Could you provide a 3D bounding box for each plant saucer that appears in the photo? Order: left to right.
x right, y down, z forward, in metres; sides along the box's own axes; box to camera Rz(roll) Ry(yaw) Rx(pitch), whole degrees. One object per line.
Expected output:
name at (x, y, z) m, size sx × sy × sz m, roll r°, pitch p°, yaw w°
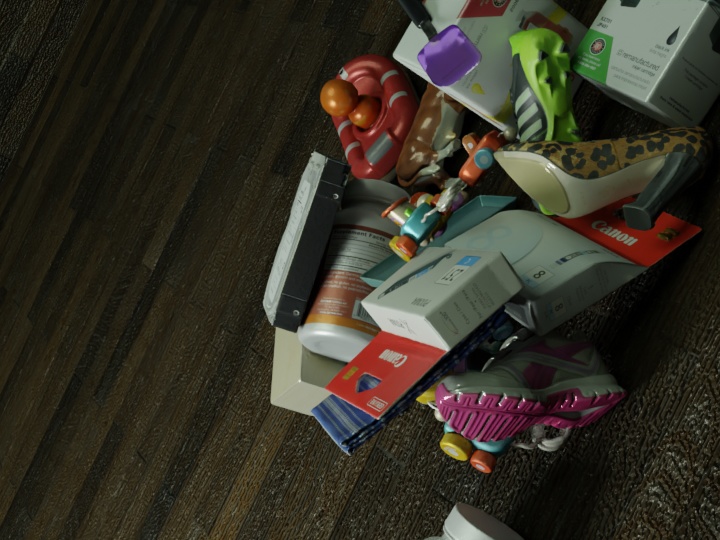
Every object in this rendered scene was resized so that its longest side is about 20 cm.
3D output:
plant saucer at (0.092, -0.032, 1.275) m, size 0.199 × 0.019 × 0.070 m, roll -33°, pitch 23°, yaw -28°

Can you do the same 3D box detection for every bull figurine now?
bull figurine at (0.109, -0.195, 1.417) m, size 0.121 × 0.065 × 0.202 m, roll 15°, pitch 85°, yaw 51°

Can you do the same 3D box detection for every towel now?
towel at (0.043, 0.085, 1.057) m, size 0.200 × 0.024 × 0.145 m, roll -40°, pitch 14°, yaw -7°

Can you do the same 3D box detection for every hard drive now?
hard drive at (-0.066, -0.038, 1.317) m, size 0.140 × 0.038 × 0.202 m, roll -132°, pitch 61°, yaw -77°

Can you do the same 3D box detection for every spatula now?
spatula at (0.070, -0.259, 1.191) m, size 0.056 × 0.021 × 0.201 m, roll -39°, pitch 40°, yaw 12°

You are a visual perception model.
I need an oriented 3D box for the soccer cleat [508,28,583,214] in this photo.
soccer cleat at (0.198, -0.162, 1.217) m, size 0.081 × 0.067 × 0.202 m, roll -146°, pitch 46°, yaw -63°

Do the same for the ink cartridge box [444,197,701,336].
ink cartridge box at (0.205, -0.030, 1.101) m, size 0.199 × 0.048 × 0.160 m, roll -31°, pitch 30°, yaw -13°

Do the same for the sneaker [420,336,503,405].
sneaker at (0.100, 0.116, 1.237) m, size 0.140 × 0.077 × 0.201 m, roll -62°, pitch 41°, yaw 41°

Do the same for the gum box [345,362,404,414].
gum box at (0.013, 0.071, 1.396) m, size 0.169 × 0.044 × 0.202 m, roll -2°, pitch 68°, yaw 53°

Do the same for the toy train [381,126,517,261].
toy train at (0.088, -0.091, 1.196) m, size 0.151 × 0.056 × 0.200 m, roll -55°, pitch -8°, yaw 31°

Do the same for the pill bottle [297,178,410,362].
pill bottle at (0.000, 0.000, 1.322) m, size 0.112 × 0.112 × 0.202 m, roll -11°, pitch 59°, yaw 50°

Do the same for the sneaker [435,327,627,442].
sneaker at (0.149, 0.100, 1.045) m, size 0.081 × 0.198 × 0.089 m, roll -53°, pitch 47°, yaw 44°

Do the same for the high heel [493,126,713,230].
high heel at (0.245, -0.116, 1.124) m, size 0.199 × 0.072 × 0.142 m, roll 25°, pitch 56°, yaw 36°

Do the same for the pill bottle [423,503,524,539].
pill bottle at (0.080, 0.332, 1.075) m, size 0.201 × 0.112 × 0.112 m, roll -61°, pitch 34°, yaw 5°

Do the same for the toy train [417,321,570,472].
toy train at (0.120, 0.095, 1.114) m, size 0.149 × 0.056 × 0.201 m, roll -22°, pitch 58°, yaw -4°

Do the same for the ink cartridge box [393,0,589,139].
ink cartridge box at (0.159, -0.249, 1.264) m, size 0.146 × 0.199 × 0.083 m, roll -60°, pitch 37°, yaw 6°

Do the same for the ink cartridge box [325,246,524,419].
ink cartridge box at (0.042, 0.050, 1.046) m, size 0.176 × 0.045 × 0.200 m, roll -41°, pitch 12°, yaw -11°

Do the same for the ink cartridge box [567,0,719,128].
ink cartridge box at (0.326, -0.260, 1.144) m, size 0.201 × 0.083 × 0.147 m, roll -59°, pitch 33°, yaw 8°

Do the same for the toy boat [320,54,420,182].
toy boat at (0.001, -0.219, 1.523) m, size 0.131 × 0.130 × 0.201 m, roll -46°, pitch 38°, yaw 24°

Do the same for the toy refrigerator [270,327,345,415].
toy refrigerator at (-0.059, 0.071, 1.397) m, size 0.076 × 0.070 × 0.202 m, roll -40°, pitch 39°, yaw 45°
